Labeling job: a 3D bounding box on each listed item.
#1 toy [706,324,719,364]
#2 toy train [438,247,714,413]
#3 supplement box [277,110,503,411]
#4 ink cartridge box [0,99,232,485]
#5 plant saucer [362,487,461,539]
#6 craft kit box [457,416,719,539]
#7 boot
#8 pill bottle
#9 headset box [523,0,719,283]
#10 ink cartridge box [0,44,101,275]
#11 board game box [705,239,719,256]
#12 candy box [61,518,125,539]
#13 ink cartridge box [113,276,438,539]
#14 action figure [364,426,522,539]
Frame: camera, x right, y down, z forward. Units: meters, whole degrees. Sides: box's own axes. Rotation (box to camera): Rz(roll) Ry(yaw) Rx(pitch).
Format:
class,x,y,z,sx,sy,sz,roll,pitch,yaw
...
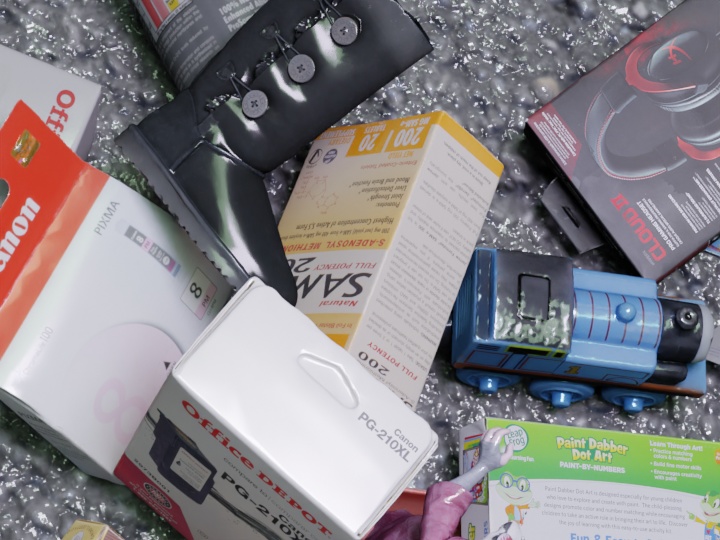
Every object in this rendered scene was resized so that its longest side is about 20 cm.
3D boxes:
class,x,y,z,sx,sy,sz,roll,pitch,yaw
toy,0.345,0.033,1.409,0.200,0.115,0.047,-34,111,-20
toy train,0.148,0.043,1.344,0.199,0.114,0.087,8,71,-10
supplement box,0.000,0.000,1.309,0.073,0.126,0.201,38,62,-35
ink cartridge box,-0.180,0.017,1.249,0.057,0.200,0.163,10,62,37
plant saucer,-0.006,0.238,1.284,0.199,0.037,0.201,9,70,-10
craft kit box,0.161,0.205,1.309,0.199,0.048,0.199,9,72,-25
boot,-0.033,-0.087,1.260,0.200,0.066,0.165,-40,87,0
pill bottle,-0.096,-0.188,1.363,0.115,0.116,0.201,-27,80,-20
headset box,0.221,-0.090,1.399,0.200,0.075,0.149,-36,83,1
ink cartridge box,-0.287,-0.084,1.299,0.199,0.084,0.147,21,69,-5
board game box,0.279,-0.090,1.459,0.199,0.039,0.159,22,68,-5
candy box,-0.177,0.262,1.172,0.117,0.056,0.200,43,68,-21
ink cartridge box,-0.056,0.112,1.185,0.145,0.200,0.084,41,62,3
action figure,0.035,0.184,1.183,0.148,0.200,0.135,-17,81,-24
